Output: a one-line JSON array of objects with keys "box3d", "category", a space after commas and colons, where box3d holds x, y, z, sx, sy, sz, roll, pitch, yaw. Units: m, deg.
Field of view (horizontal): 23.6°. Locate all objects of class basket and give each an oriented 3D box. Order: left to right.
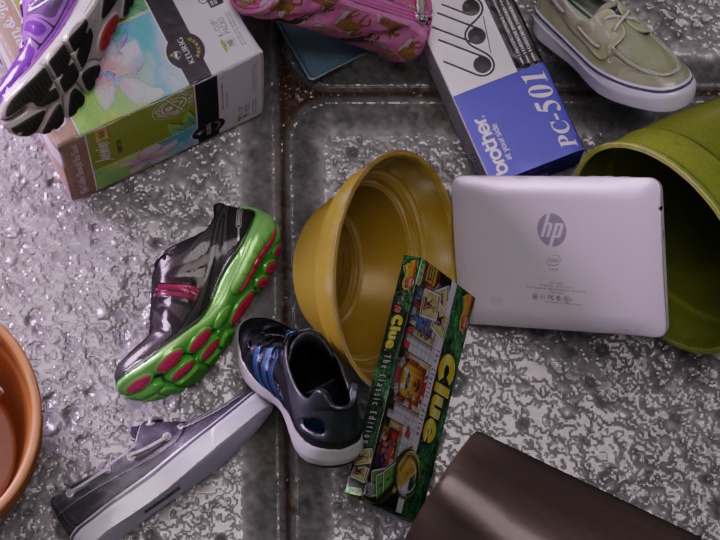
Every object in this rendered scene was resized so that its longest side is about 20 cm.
[{"box3d": [0.145, 0.233, 1.386, 0.199, 0.136, 0.181, 32, 67, 11], "category": "basket"}]

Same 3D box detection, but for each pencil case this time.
[{"box3d": [-0.025, -0.237, 1.479, 0.199, 0.086, 0.084, 10, 52, -43], "category": "pencil case"}]

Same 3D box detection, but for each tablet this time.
[{"box3d": [0.164, -0.014, 1.440, 0.198, 0.014, 0.132, 3, 102, 35], "category": "tablet"}]

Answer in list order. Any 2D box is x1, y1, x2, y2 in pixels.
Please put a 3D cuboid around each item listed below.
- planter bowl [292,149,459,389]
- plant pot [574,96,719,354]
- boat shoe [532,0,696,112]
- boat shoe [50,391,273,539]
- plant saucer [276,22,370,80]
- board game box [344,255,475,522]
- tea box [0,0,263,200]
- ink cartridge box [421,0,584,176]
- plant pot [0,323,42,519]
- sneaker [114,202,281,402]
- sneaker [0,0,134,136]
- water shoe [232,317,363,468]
[{"box3d": [0.000, 0.000, 1.448, 0.083, 0.200, 0.203, 2, 68, 33], "category": "planter bowl"}, {"box3d": [0.319, -0.065, 1.469, 0.192, 0.201, 0.201, -34, 77, -25], "category": "plant pot"}, {"box3d": [0.217, -0.204, 1.515, 0.071, 0.063, 0.200, -26, 43, -25], "category": "boat shoe"}, {"box3d": [-0.165, 0.152, 1.426, 0.199, 0.072, 0.068, -37, 76, -8], "category": "boat shoe"}, {"box3d": [-0.064, -0.268, 1.589, 0.069, 0.019, 0.201, -27, 75, -11], "category": "plant saucer"}, {"box3d": [0.043, 0.100, 1.428, 0.023, 0.105, 0.202, 7, 75, 30], "category": "board game box"}, {"box3d": [-0.213, -0.204, 1.498, 0.195, 0.134, 0.201, -27, 76, -11], "category": "tea box"}, {"box3d": [0.118, -0.174, 1.556, 0.093, 0.044, 0.202, -20, 75, -8], "category": "ink cartridge box"}, {"box3d": [-0.346, 0.135, 1.380, 0.197, 0.140, 0.203, 1, 72, -2], "category": "plant pot"}, {"box3d": [-0.147, 0.027, 1.470, 0.083, 0.077, 0.201, 28, 69, 24], "category": "sneaker"}, {"box3d": [-0.249, -0.196, 1.396, 0.083, 0.081, 0.201, 17, 63, 15], "category": "sneaker"}, {"box3d": [-0.045, 0.077, 1.400, 0.071, 0.080, 0.200, -8, 33, -25], "category": "water shoe"}]
